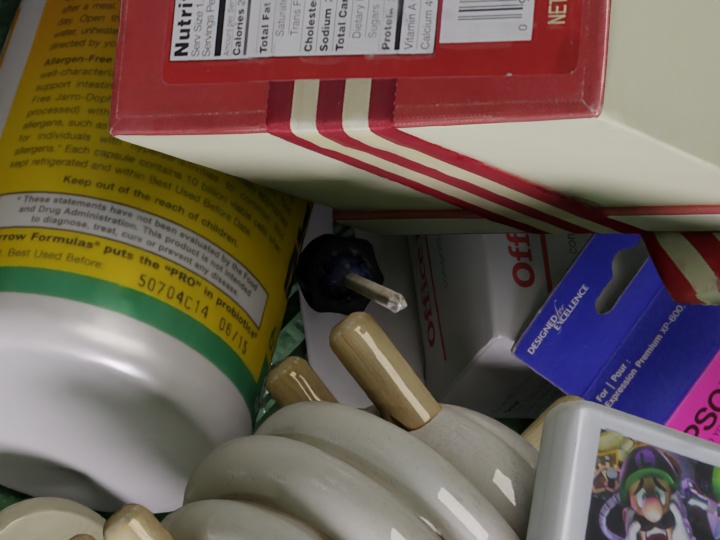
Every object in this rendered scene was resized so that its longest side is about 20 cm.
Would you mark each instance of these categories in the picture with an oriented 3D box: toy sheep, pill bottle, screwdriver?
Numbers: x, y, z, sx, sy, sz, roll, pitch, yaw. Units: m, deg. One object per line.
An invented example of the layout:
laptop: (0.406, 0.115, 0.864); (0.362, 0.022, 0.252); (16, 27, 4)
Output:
toy sheep: (0.000, 0.094, 0.786); (0.200, 0.138, 0.138); (-40, 84, -26)
pill bottle: (-0.069, -0.034, 0.895); (0.112, 0.113, 0.201); (21, 58, -12)
screwdriver: (0.000, 0.000, 0.845); (0.028, 0.200, 0.029); (9, 87, -7)

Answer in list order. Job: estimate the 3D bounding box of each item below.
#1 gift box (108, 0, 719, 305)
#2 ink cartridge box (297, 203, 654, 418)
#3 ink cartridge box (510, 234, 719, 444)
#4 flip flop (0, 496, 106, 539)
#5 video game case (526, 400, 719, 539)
gift box: (0.058, -0.093, 0.815); (0.186, 0.199, 0.186); (16, 81, -59)
ink cartridge box: (0.080, -0.013, 0.972); (0.199, 0.068, 0.117); (2, 64, -21)
ink cartridge box: (0.152, 0.046, 0.932); (0.200, 0.037, 0.095); (37, 89, -23)
flip flop: (-0.044, 0.148, 0.842); (0.081, 0.058, 0.200); (-39, 91, -33)
video game case: (0.124, 0.149, 0.761); (0.199, 0.023, 0.183); (19, 70, -24)
